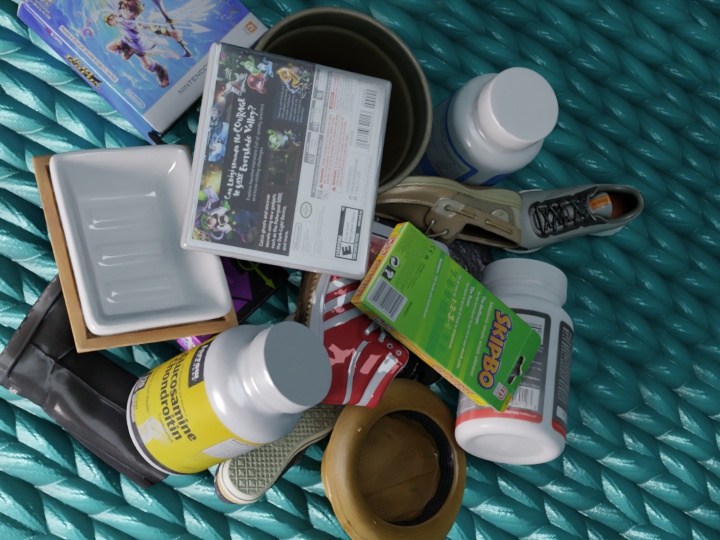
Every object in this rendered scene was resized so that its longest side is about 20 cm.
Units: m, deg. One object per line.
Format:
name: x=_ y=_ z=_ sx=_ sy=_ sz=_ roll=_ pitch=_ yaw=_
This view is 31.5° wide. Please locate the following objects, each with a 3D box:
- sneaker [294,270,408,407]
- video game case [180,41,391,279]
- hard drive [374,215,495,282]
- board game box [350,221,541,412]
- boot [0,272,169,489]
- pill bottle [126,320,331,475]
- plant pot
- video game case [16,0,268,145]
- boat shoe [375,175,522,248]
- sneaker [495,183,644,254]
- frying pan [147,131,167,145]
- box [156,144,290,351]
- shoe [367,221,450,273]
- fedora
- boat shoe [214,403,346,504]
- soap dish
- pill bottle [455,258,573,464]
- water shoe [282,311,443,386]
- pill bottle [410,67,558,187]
sneaker: x=-0.004 y=0.040 z=1.277 sx=0.112 sy=0.071 sz=0.200 roll=15 pitch=74 yaw=-15
video game case: x=-0.069 y=-0.104 z=1.225 sx=0.182 sy=0.023 sz=0.200 roll=10 pitch=82 yaw=-18
hard drive: x=0.059 y=0.008 z=1.430 sx=0.200 sy=0.038 sz=0.140 roll=-3 pitch=79 yaw=-23
board game box: x=0.089 y=0.049 z=1.262 sx=0.200 sy=0.030 sz=0.096 roll=39 pitch=70 yaw=-20
boot: x=-0.246 y=0.098 z=1.273 sx=0.200 sy=0.066 sz=0.165 roll=36 pitch=62 yaw=-12
pill bottle: x=-0.122 y=0.116 z=1.197 sx=0.112 sy=0.200 sz=0.112 roll=23 pitch=54 yaw=-36
plant pot: x=-0.047 y=-0.153 z=1.348 sx=0.200 sy=0.174 sz=0.200 roll=4 pitch=78 yaw=-19
video game case: x=-0.231 y=-0.267 z=1.374 sx=0.200 sy=0.045 sz=0.181 roll=44 pitch=65 yaw=-7
boat shoe: x=0.091 y=-0.061 z=1.399 sx=0.200 sy=0.071 sz=0.065 roll=4 pitch=75 yaw=-22
sneaker: x=0.242 y=-0.070 z=1.499 sx=0.200 sy=0.079 sz=0.074 roll=-12 pitch=85 yaw=-22
frying pan: x=-0.152 y=-0.077 z=1.288 sx=0.190 sy=0.115 sz=0.031 roll=38 pitch=88 yaw=-2
box: x=-0.187 y=-0.021 z=1.309 sx=0.200 sy=0.036 sz=0.143 roll=44 pitch=49 yaw=1
shoe: x=0.000 y=0.000 z=1.344 sx=0.200 sy=0.071 sz=0.091 roll=14 pitch=64 yaw=-18
fedora: x=0.023 y=0.207 z=1.333 sx=0.201 sy=0.082 sz=0.201 roll=10 pitch=76 yaw=-42
boat shoe: x=-0.084 y=0.170 z=1.326 sx=0.075 sy=0.062 sz=0.200 roll=45 pitch=51 yaw=-2
soap dish: x=-0.218 y=-0.019 z=1.217 sx=0.157 sy=0.081 sz=0.200 roll=-8 pitch=70 yaw=-28
pill bottle: x=0.168 y=0.096 z=1.365 sx=0.116 sy=0.116 sz=0.200 roll=18 pitch=63 yaw=-17
water shoe: x=0.002 y=0.105 z=1.349 sx=0.200 sy=0.072 sz=0.079 roll=16 pitch=41 yaw=-23
pill bottle: x=0.135 y=-0.151 z=1.407 sx=0.112 sy=0.200 sz=0.112 roll=5 pitch=76 yaw=-21
